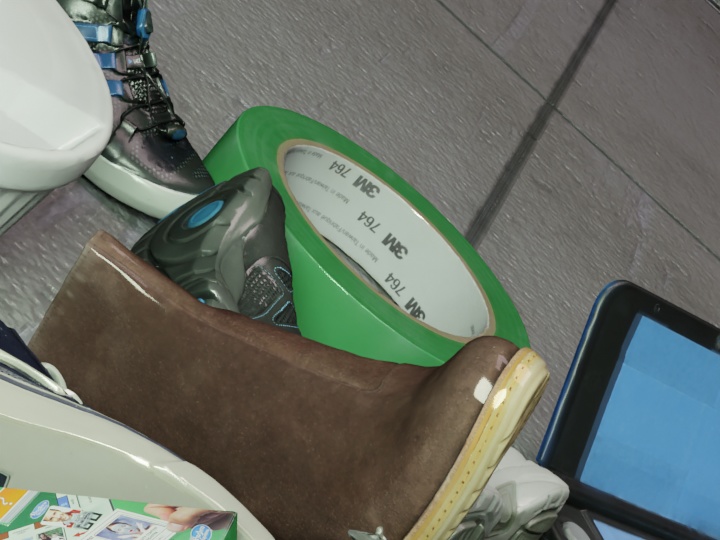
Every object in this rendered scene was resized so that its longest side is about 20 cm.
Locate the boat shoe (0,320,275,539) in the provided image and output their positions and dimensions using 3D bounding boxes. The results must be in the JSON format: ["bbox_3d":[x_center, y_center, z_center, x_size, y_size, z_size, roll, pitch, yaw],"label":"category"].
[{"bbox_3d":[-0.105,0.062,0.738,0.199,0.075,0.093,30,18,-2],"label":"boat shoe"}]

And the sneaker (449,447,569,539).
[{"bbox_3d":[0.017,0.095,0.954,0.099,0.078,0.200,42,10,18],"label":"sneaker"}]

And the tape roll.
[{"bbox_3d":[0.000,0.000,1.133,0.200,0.048,0.201,37,21,-17],"label":"tape roll"}]

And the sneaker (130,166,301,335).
[{"bbox_3d":[-0.061,0.023,0.963,0.082,0.073,0.200,53,21,-21],"label":"sneaker"}]

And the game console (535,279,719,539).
[{"bbox_3d":[0.186,0.126,1.128,0.199,0.118,0.171,24,27,-41],"label":"game console"}]

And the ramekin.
[{"bbox_3d":[-0.201,-0.081,0.846,0.202,0.094,0.203,37,20,-16],"label":"ramekin"}]

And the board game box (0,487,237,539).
[{"bbox_3d":[-0.118,0.113,0.596,0.133,0.029,0.200,5,20,8],"label":"board game box"}]

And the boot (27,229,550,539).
[{"bbox_3d":[-0.037,0.044,0.786,0.166,0.200,0.072,40,50,0],"label":"boot"}]

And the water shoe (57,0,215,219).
[{"bbox_3d":[-0.130,-0.110,1.063,0.200,0.079,0.071,47,20,11],"label":"water shoe"}]

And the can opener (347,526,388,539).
[{"bbox_3d":[0.036,0.129,0.736,0.063,0.079,0.200,6,-5,30],"label":"can opener"}]
